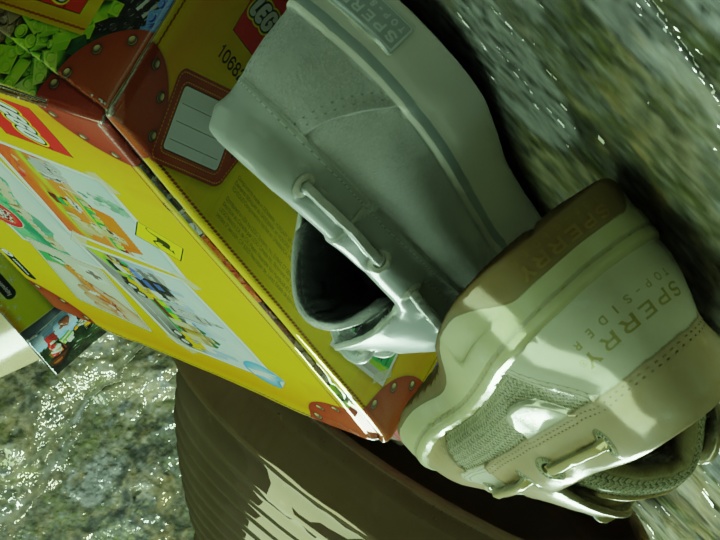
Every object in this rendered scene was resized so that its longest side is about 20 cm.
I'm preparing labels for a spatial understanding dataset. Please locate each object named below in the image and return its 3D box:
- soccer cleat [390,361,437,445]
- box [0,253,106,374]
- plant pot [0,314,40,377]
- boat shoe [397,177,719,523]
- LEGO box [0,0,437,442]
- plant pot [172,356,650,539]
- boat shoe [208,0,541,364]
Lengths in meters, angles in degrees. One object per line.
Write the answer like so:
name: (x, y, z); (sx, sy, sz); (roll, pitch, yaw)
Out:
soccer cleat: (0.000, 0.000, 0.924); (0.077, 0.067, 0.200); (57, 174, -30)
box: (-0.142, -0.070, 1.143); (0.200, 0.136, 0.038); (46, 172, 27)
plant pot: (-0.168, -0.035, 1.263); (0.187, 0.200, 0.187); (48, 174, 6)
boat shoe: (0.057, 0.036, 0.688); (0.065, 0.072, 0.200); (48, 169, 10)
LEGO box: (-0.067, -0.044, 0.806); (0.148, 0.077, 0.200); (20, 161, 33)
plant pot: (0.002, 0.089, 0.987); (0.200, 0.093, 0.201); (31, -169, -7)
boat shoe: (0.009, -0.010, 0.732); (0.072, 0.068, 0.200); (45, 174, 22)
